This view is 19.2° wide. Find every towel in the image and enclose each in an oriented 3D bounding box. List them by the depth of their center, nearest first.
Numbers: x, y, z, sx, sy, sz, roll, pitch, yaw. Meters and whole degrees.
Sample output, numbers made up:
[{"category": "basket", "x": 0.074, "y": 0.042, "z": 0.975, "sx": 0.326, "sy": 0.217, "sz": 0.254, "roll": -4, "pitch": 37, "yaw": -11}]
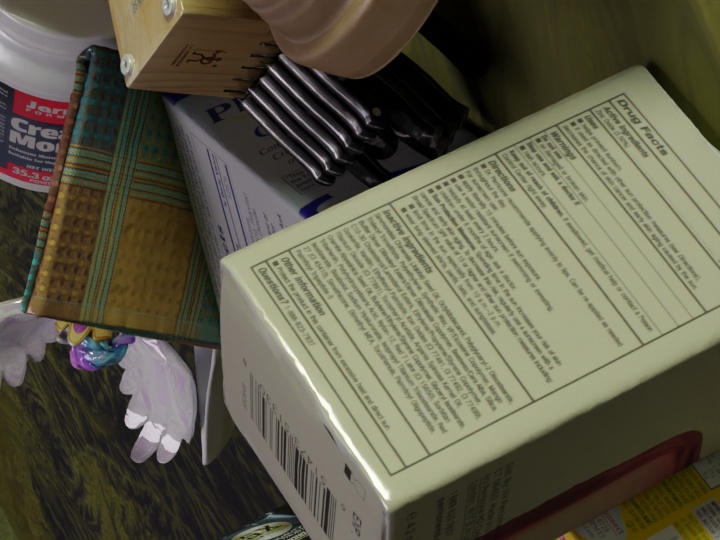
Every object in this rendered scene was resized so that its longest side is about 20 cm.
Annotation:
[{"category": "towel", "x": -0.101, "y": -0.035, "z": 1.159, "sx": 0.022, "sy": 0.200, "sz": 0.148, "roll": 14, "pitch": 91, "yaw": 34}]

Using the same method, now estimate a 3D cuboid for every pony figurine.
[{"category": "pony figurine", "x": -0.170, "y": 0.014, "z": 1.393, "sx": 0.194, "sy": 0.166, "sz": 0.201, "roll": 109, "pitch": 175, "yaw": -51}]

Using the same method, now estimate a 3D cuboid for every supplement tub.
[{"category": "supplement tub", "x": -0.166, "y": -0.140, "z": 1.192, "sx": 0.141, "sy": 0.140, "sz": 0.200, "roll": 61, "pitch": 160, "yaw": 13}]

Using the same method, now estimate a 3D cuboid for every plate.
[{"category": "plate", "x": -0.090, "y": -0.003, "z": 1.363, "sx": 0.200, "sy": 0.032, "sz": 0.201, "roll": 100, "pitch": 166, "yaw": -62}]

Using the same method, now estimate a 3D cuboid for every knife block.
[{"category": "knife block", "x": -0.029, "y": -0.135, "z": 0.987, "sx": 0.064, "sy": 0.175, "sz": 0.201, "roll": -43, "pitch": 54, "yaw": 48}]

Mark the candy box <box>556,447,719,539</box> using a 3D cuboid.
[{"category": "candy box", "x": 0.122, "y": 0.084, "z": 0.887, "sx": 0.200, "sy": 0.102, "sz": 0.026, "roll": 54, "pitch": 158, "yaw": 30}]

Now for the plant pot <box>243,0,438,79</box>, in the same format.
[{"category": "plant pot", "x": -0.020, "y": -0.181, "z": 0.818, "sx": 0.201, "sy": 0.092, "sz": 0.202, "roll": -169, "pitch": 90, "yaw": -69}]

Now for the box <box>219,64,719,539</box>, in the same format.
[{"category": "box", "x": 0.059, "y": 0.029, "z": 0.837, "sx": 0.128, "sy": 0.199, "sz": 0.109, "roll": 55, "pitch": 158, "yaw": 29}]

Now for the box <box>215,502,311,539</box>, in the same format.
[{"category": "box", "x": 0.022, "y": 0.220, "z": 1.220, "sx": 0.086, "sy": 0.163, "sz": 0.201, "roll": 8, "pitch": 122, "yaw": 68}]

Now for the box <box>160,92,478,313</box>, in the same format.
[{"category": "box", "x": 0.000, "y": 0.000, "z": 1.105, "sx": 0.200, "sy": 0.105, "sz": 0.185, "roll": 41, "pitch": 150, "yaw": 49}]
